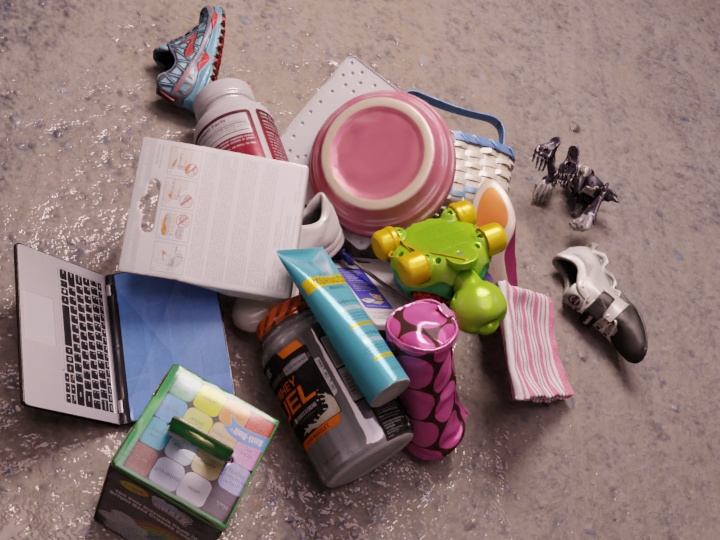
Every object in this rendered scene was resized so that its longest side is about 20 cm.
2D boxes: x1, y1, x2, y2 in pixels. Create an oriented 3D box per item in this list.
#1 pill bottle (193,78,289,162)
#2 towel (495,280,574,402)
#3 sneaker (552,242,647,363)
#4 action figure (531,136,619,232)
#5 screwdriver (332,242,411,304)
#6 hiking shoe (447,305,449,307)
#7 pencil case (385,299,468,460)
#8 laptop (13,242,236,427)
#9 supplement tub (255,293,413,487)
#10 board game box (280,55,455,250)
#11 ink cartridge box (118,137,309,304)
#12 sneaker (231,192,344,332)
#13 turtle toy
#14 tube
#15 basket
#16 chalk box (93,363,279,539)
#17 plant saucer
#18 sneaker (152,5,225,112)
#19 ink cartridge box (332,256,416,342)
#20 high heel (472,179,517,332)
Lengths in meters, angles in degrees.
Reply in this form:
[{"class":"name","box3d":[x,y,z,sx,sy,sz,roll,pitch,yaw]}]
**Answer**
[{"class":"pill bottle","box3d":[-0.153,-0.146,1.144,0.111,0.113,0.203,-7,61,-29]},{"class":"towel","box3d":[0.225,0.094,1.128,0.199,0.029,0.149,16,63,-61]},{"class":"sneaker","box3d":[0.341,0.053,1.277,0.087,0.075,0.202,-7,54,-23]},{"class":"action figure","box3d":[0.327,-0.127,1.370,0.118,0.103,0.199,35,2,36]},{"class":"screwdriver","box3d":[0.000,0.000,1.125,0.028,0.029,0.200,-7,37,-42]},{"class":"hiking shoe","box3d":[0.117,0.028,1.178,0.099,0.076,0.203,16,52,-11]},{"class":"pencil case","box3d":[0.081,0.125,1.015,0.092,0.202,0.091,-22,45,-13]},{"class":"laptop","box3d":[-0.255,0.056,0.950,0.199,0.115,0.190,29,39,-52]},{"class":"supplement tub","box3d":[-0.035,0.132,1.005,0.121,0.123,0.202,-18,66,-33]},{"class":"board game box","box3d":[-0.004,-0.160,1.193,0.199,0.026,0.201,40,86,17]},{"class":"ink cartridge box","box3d":[-0.167,-0.057,1.020,0.196,0.047,0.163,9,79,-7]},{"class":"sneaker","box3d":[-0.097,-0.017,1.079,0.074,0.089,0.201,19,53,28]},{"class":"turtle toy","box3d":[0.107,0.002,1.061,0.144,0.103,0.200,-19,32,-15]},{"class":"tube","box3d":[-0.019,0.054,0.962,0.077,0.050,0.201,0,50,-53]},{"class":"basket","box3d":[0.134,-0.158,1.268,0.173,0.139,0.203,13,64,-18]},{"class":"chalk box","box3d":[-0.167,0.187,0.853,0.123,0.201,0.125,31,50,-3]},{"class":"plant saucer","box3d":[0.025,-0.145,1.144,0.197,0.051,0.205,-3,77,11]},{"class":"sneaker","box3d":[-0.243,-0.312,1.237,0.094,0.080,0.202,11,50,-10]},{"class":"ink cartridge box","box3d":[0.023,0.038,1.115,0.098,0.040,0.200,3,24,-23]},{"class":"high heel","box3d":[0.187,-0.018,1.195,0.066,0.096,0.204,-11,79,10]}]
